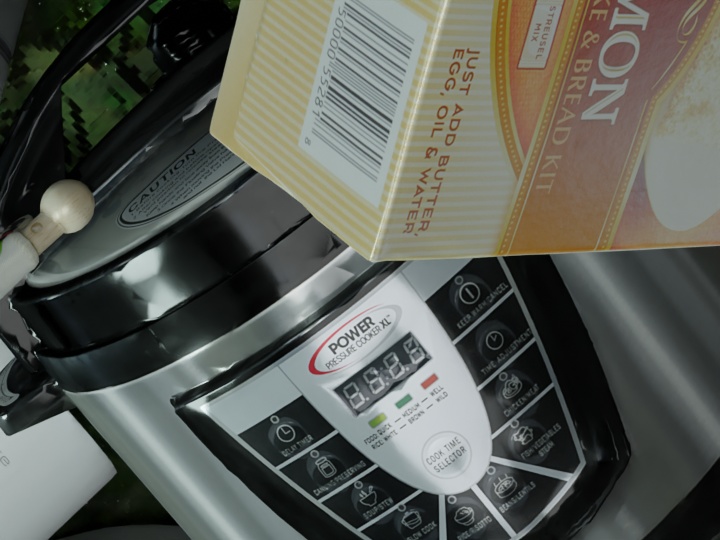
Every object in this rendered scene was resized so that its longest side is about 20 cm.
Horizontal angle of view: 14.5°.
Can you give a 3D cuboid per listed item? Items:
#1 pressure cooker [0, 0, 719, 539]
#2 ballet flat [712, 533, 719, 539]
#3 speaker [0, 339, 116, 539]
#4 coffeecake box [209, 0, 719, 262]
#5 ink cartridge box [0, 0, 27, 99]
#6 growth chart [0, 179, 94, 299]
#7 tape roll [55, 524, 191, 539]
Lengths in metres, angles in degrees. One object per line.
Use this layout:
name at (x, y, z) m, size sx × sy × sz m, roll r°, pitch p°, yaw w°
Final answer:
pressure cooker at (-0.001, 0.000, 0.775) m, size 0.178 × 0.176 × 0.200 m, roll -20°, pitch 115°, yaw 48°
ballet flat at (0.095, 0.095, 0.848) m, size 0.068 × 0.068 × 0.201 m, roll 33°, pitch 85°, yaw -11°
speaker at (-0.167, 0.097, 0.825) m, size 0.200 × 0.081 × 0.081 m, roll -43°, pitch 107°, yaw -10°
coffeecake box at (0.081, -0.088, 0.650) m, size 0.199 × 0.073 × 0.154 m, roll -3°, pitch 118°, yaw -37°
ink cartridge box at (-0.169, -0.072, 0.732) m, size 0.083 × 0.200 × 0.146 m, roll -43°, pitch 106°, yaw 11°
growth chart at (-0.156, 0.032, 0.734) m, size 0.145 × 0.200 × 0.018 m, roll -45°, pitch 108°, yaw -22°
tape roll at (-0.070, 0.194, 0.852) m, size 0.202 × 0.139 × 0.204 m, roll 3°, pitch 107°, yaw 10°
